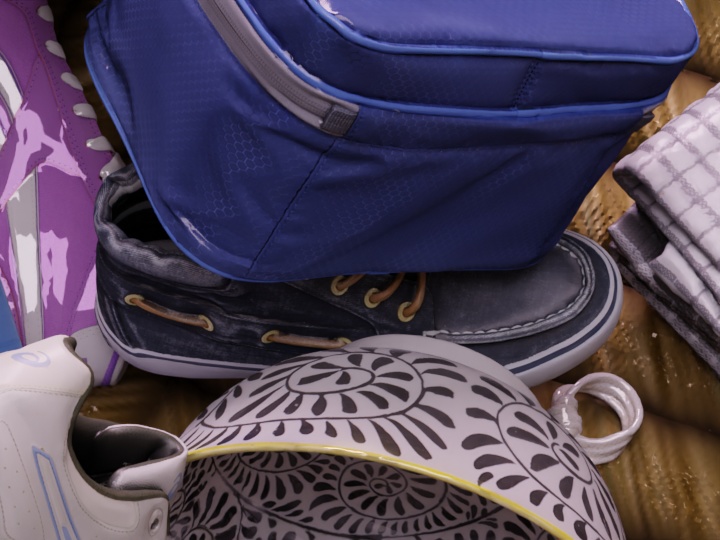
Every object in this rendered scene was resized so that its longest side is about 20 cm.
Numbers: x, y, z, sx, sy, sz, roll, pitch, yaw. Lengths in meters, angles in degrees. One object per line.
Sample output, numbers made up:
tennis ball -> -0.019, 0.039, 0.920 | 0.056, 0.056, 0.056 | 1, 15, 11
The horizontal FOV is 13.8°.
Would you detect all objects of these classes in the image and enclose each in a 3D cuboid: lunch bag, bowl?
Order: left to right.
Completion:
bowl -> 0.015, 0.086, 1.063 | 0.200, 0.201, 0.094 | 14, 53, 5
lunch bag -> 0.021, -0.088, 1.034 | 0.199, 0.132, 0.136 | -5, 53, -38

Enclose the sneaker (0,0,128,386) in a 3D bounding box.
sneaker -> -0.117, -0.048, 1.180 | 0.114, 0.073, 0.202 | 4, 77, -3

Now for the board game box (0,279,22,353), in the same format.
board game box -> -0.204, 0.044, 1.101 | 0.157, 0.201, 0.039 | -19, 27, -7

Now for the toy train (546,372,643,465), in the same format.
toy train -> 0.023, -0.004, 1.166 | 0.150, 0.056, 0.201 | -25, 69, -11

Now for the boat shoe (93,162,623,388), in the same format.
boat shoe -> 0.000, 0.000, 1.086 | 0.199, 0.091, 0.071 | -2, 63, -1

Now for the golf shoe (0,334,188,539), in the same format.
golf shoe -> -0.086, 0.101, 0.981 | 0.097, 0.200, 0.078 | -36, 46, -5

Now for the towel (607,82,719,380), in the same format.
towel -> 0.212, -0.001, 1.156 | 0.165, 0.086, 0.200 | -39, 74, -14
